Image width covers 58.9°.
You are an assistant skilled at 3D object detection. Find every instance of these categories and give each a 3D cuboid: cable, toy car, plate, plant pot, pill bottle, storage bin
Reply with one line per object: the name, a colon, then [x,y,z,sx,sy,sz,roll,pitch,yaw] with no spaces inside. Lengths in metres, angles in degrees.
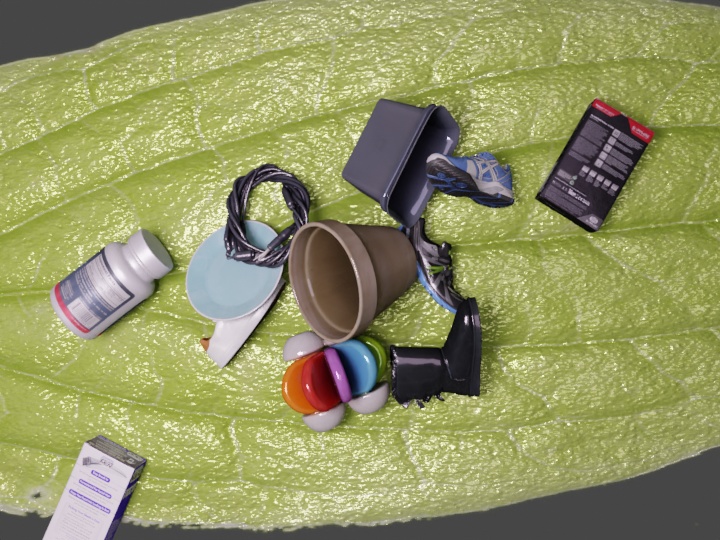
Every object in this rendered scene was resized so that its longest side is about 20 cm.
cable: [-0.166,-0.106,1.147,0.159,0.051,0.205,0,67,18]
toy car: [-0.047,0.182,1.114,0.196,0.150,0.179,-21,87,3]
plate: [-0.226,0.002,1.161,0.195,0.026,0.205,-8,60,14]
plant pot: [0.000,0.000,1.090,0.171,0.199,0.205,-18,87,-37]
pill bottle: [-0.445,0.020,1.158,0.198,0.120,0.121,-36,87,2]
storage bin: [0.068,-0.199,1.132,0.133,0.145,0.203,29,91,32]

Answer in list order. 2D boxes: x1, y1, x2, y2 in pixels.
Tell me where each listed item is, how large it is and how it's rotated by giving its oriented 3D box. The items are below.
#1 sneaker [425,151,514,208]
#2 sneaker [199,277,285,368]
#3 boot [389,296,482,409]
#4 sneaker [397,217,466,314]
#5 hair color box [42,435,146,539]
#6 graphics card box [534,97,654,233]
sneaker: [0.192,-0.171,1.121,0.197,0.075,0.079,16,75,-35]
sneaker: [-0.220,0.078,1.165,0.084,0.073,0.201,40,93,1]
boot: [0.129,0.145,1.117,0.158,0.074,0.203,-2,113,3]
sneaker: [0.140,-0.007,1.146,0.082,0.071,0.202,-34,84,9]
hair color box: [-0.492,0.426,1.181,0.107,0.065,0.204,25,92,4]
graphics card box: [0.417,-0.185,1.142,0.124,0.051,0.203,30,90,3]
